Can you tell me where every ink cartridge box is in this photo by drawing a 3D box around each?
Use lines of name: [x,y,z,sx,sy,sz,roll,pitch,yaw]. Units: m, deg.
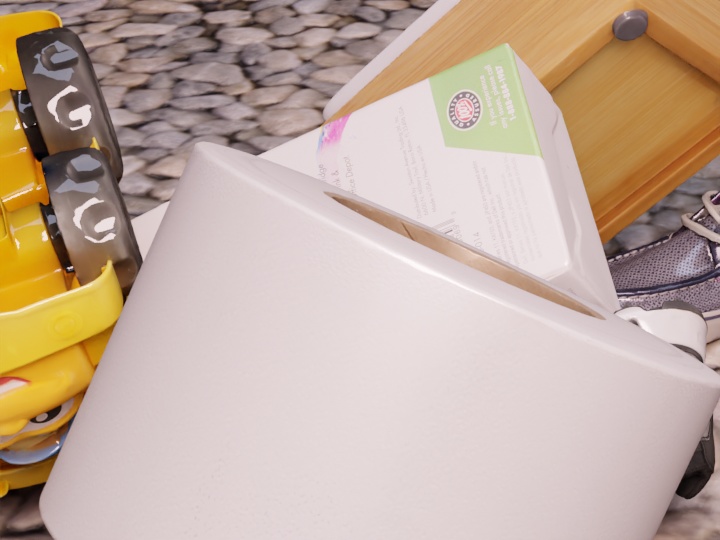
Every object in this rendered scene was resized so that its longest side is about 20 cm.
ink cartridge box: [0.000,0.000,0.856,0.200,0.067,0.117,-22,59,18]

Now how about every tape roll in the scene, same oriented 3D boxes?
tape roll: [0.007,0.057,0.682,0.203,0.139,0.203,25,6,-3]

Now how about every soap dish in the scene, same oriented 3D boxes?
soap dish: [0.095,-0.079,0.949,0.157,0.200,0.081,25,35,-42]

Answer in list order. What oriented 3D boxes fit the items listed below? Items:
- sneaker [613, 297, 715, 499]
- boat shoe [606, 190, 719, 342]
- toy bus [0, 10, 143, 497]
sneaker: [0.054,0.079,0.801,0.200,0.066,0.091,-16,58,6]
boat shoe: [0.187,-0.025,0.973,0.200,0.093,0.075,-13,29,-21]
toy bus: [-0.146,0.022,0.800,0.136,0.192,0.200,-18,39,-4]
